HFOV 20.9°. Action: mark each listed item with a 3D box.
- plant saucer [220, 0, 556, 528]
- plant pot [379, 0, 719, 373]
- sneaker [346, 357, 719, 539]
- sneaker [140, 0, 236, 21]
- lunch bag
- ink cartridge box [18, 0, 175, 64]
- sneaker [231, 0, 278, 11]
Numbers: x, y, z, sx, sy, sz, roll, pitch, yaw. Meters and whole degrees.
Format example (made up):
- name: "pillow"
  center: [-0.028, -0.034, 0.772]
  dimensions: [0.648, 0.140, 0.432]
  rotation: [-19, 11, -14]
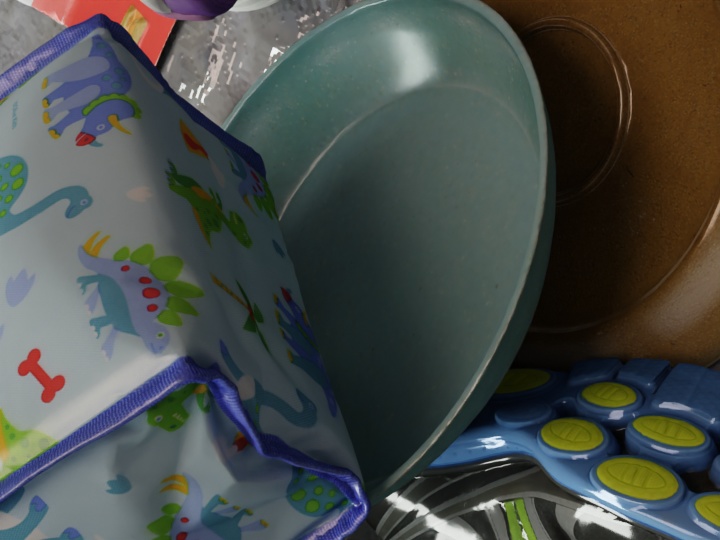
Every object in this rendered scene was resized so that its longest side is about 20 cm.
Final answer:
- name: "plant saucer"
  center: [0.000, 0.000, 0.674]
  dimensions: [0.200, 0.036, 0.200]
  rotation: [-28, 50, 38]
- name: "plant pot"
  center: [0.073, -0.054, 0.677]
  dimensions: [0.200, 0.027, 0.200]
  rotation: [0, 89, 44]
- name: "sneaker"
  center: [0.072, 0.078, 0.650]
  dimensions: [0.200, 0.071, 0.083]
  rotation: [-2, 117, 49]
- name: "sneaker"
  center: [-0.039, -0.186, 0.675]
  dimensions: [0.088, 0.080, 0.200]
  rotation: [7, 95, 15]
- name: "lunch bag"
  center: [-0.115, 0.048, 0.641]
  dimensions: [0.200, 0.127, 0.170]
  rotation: [-33, 45, 13]
- name: "ink cartridge box"
  center: [-0.135, -0.195, 0.874]
  dimensions: [0.200, 0.050, 0.161]
  rotation: [48, 122, 37]
- name: "sneaker"
  center: [-0.065, -0.206, 0.764]
  dimensions: [0.075, 0.088, 0.200]
  rotation: [-11, 85, 24]
